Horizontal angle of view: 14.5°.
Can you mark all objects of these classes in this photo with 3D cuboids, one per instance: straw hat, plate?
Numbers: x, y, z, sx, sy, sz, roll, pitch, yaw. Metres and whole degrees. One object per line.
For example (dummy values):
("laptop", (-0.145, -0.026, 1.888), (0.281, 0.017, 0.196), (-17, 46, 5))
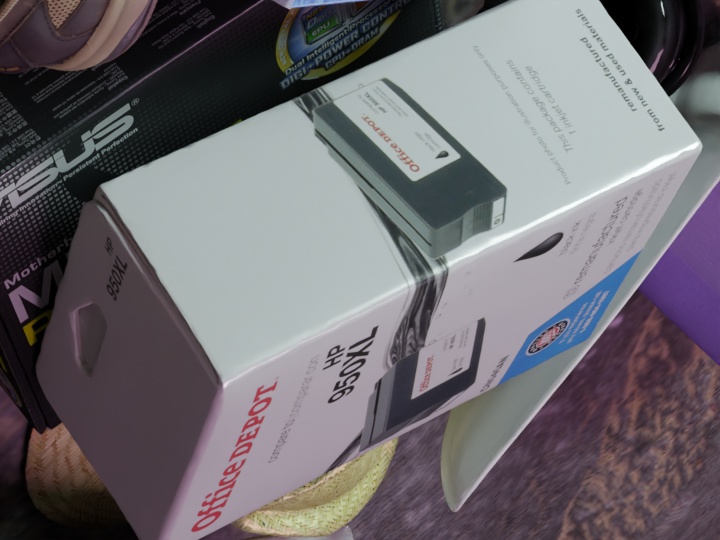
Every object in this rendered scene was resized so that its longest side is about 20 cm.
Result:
("straw hat", (-0.031, 0.063, 1.151), (0.201, 0.085, 0.201), (-33, 152, -20))
("plate", (0.098, -0.010, 1.205), (0.200, 0.032, 0.200), (-54, -178, 19))

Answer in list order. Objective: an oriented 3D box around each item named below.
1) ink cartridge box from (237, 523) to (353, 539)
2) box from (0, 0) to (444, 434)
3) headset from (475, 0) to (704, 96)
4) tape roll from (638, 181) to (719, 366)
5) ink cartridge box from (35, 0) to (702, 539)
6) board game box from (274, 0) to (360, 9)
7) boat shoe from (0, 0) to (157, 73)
("ink cartridge box", (-0.103, 0.175, 1.167), (0.145, 0.084, 0.200), (-29, 165, 36))
("box", (-0.060, -0.047, 0.996), (0.200, 0.044, 0.160), (-36, 153, -14))
("headset", (0.071, -0.090, 1.097), (0.123, 0.094, 0.201), (-31, 141, -49))
("tape roll", (0.222, -0.043, 1.348), (0.200, 0.066, 0.200), (-36, 156, -19))
("ink cartridge box", (0.000, 0.000, 0.973), (0.199, 0.084, 0.145), (-26, 160, -25))
("board game box", (0.044, -0.180, 0.855), (0.200, 0.043, 0.200), (-18, 136, -63))
("boat shoe", (-0.081, -0.130, 0.769), (0.073, 0.074, 0.201), (-21, 142, -39))
